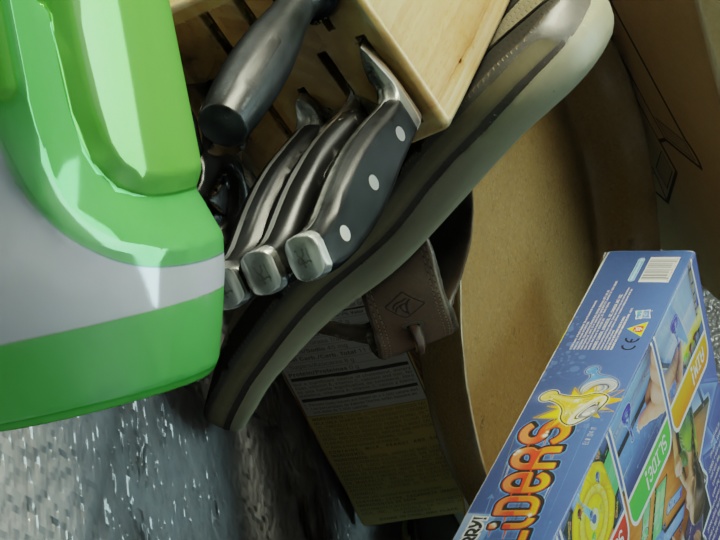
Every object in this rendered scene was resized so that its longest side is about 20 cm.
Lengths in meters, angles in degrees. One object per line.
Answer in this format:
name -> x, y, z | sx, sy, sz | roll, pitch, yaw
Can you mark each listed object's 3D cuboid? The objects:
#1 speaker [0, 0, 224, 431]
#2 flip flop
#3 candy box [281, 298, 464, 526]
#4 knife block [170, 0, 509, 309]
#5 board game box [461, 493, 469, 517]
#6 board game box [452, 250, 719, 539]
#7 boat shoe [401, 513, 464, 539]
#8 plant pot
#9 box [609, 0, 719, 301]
speaker -> -0.081, -0.072, 0.459 | 0.088, 0.088, 0.200 | -33, 113, -79
flip flop -> 0.016, -0.010, 0.708 | 0.058, 0.200, 0.081 | 34, 36, -15
candy box -> 0.000, 0.000, 0.900 | 0.200, 0.055, 0.116 | 64, 19, -54
knife block -> -0.001, -0.072, 0.642 | 0.064, 0.200, 0.176 | 55, -8, -24
board game box -> 0.061, 0.012, 0.965 | 0.200, 0.034, 0.135 | -54, 136, -74
board game box -> 0.081, 0.102, 0.798 | 0.200, 0.034, 0.136 | -55, 138, -50
boat shoe -> 0.050, 0.115, 1.051 | 0.060, 0.072, 0.202 | -61, -169, 11
plant pot -> 0.062, 0.006, 0.833 | 0.200, 0.027, 0.200 | -1, 90, -66
box -> 0.104, -0.079, 0.911 | 0.164, 0.021, 0.200 | 47, -14, 44
